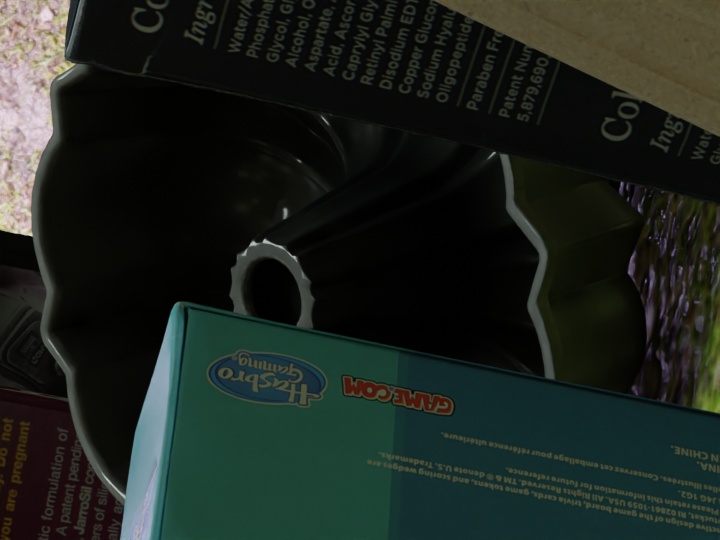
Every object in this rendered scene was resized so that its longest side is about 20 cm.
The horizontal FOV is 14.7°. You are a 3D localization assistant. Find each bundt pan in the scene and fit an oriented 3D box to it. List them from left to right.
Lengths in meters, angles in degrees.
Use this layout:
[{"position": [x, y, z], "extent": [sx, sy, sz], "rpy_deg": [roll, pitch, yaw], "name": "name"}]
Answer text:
[{"position": [0.000, 0.000, 0.787], "extent": [0.202, 0.076, 0.202], "rpy_deg": [14, 111, 41], "name": "bundt pan"}]

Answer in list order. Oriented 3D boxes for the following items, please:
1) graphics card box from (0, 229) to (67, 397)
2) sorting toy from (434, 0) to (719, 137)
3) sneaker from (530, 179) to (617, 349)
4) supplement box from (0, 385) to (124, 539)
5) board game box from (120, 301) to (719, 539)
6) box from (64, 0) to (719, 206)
[{"position": [-0.078, 0.060, 1.045], "extent": [0.051, 0.200, 0.126], "rpy_deg": [-115, 38, -70], "name": "graphics card box"}, {"position": [0.066, -0.100, 0.395], "extent": [0.036, 0.200, 0.185], "rpy_deg": [-55, -8, -48], "name": "sorting toy"}, {"position": [0.034, -0.030, 0.888], "extent": [0.200, 0.074, 0.088], "rpy_deg": [-134, 52, -79], "name": "sneaker"}, {"position": [-0.071, 0.101, 0.950], "extent": [0.131, 0.200, 0.103], "rpy_deg": [170, 110, -79], "name": "supplement box"}, {"position": [0.028, 0.109, 0.474], "extent": [0.047, 0.151, 0.200], "rpy_deg": [112, 167, -48], "name": "board game box"}, {"position": [0.044, -0.111, 0.566], "extent": [0.200, 0.182, 0.104], "rpy_deg": [-94, 17, -58], "name": "box"}]
